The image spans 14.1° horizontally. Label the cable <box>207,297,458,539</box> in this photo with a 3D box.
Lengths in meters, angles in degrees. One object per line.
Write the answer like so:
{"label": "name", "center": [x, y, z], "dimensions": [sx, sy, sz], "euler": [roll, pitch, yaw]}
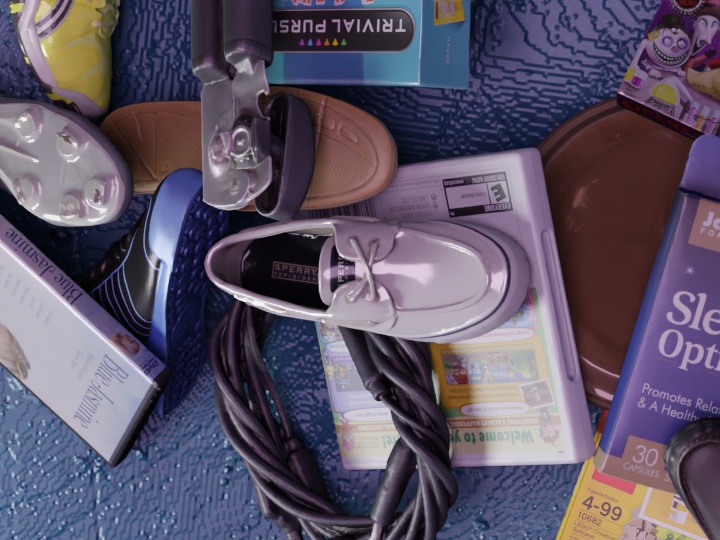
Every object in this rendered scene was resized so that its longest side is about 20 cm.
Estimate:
{"label": "cable", "center": [-0.018, 0.083, 1.754], "dimensions": [0.163, 0.051, 0.201], "euler": [-15, 90, 45]}

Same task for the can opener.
{"label": "can opener", "center": [-0.063, -0.126, 1.693], "dimensions": [0.053, 0.067, 0.201], "euler": [-18, 65, 39]}

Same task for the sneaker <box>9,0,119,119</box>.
{"label": "sneaker", "center": [-0.171, -0.192, 1.770], "dimensions": [0.076, 0.075, 0.201], "euler": [-6, 98, 14]}

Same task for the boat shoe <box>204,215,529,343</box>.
{"label": "boat shoe", "center": [0.000, 0.000, 1.679], "dimensions": [0.199, 0.066, 0.072], "euler": [8, 91, 34]}

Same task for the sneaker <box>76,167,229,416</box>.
{"label": "sneaker", "center": [-0.132, 0.005, 1.753], "dimensions": [0.078, 0.070, 0.200], "euler": [29, 138, 15]}

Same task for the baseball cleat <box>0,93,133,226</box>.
{"label": "baseball cleat", "center": [-0.195, -0.077, 1.765], "dimensions": [0.199, 0.106, 0.070], "euler": [23, 106, 33]}

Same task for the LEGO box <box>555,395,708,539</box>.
{"label": "LEGO box", "center": [0.220, 0.171, 1.727], "dimensions": [0.199, 0.077, 0.150], "euler": [21, 101, 9]}

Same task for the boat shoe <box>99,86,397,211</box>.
{"label": "boat shoe", "center": [-0.060, -0.072, 1.751], "dimensions": [0.199, 0.069, 0.074], "euler": [5, 89, 27]}

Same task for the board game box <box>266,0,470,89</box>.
{"label": "board game box", "center": [-0.004, -0.208, 1.698], "dimensions": [0.151, 0.047, 0.201], "euler": [4, 92, 43]}

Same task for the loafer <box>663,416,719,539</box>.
{"label": "loafer", "center": [0.246, 0.162, 1.617], "dimensions": [0.200, 0.072, 0.073], "euler": [43, 107, -13]}

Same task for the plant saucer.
{"label": "plant saucer", "center": [0.178, -0.013, 1.699], "dimensions": [0.199, 0.029, 0.201], "euler": [-1, 75, 4]}

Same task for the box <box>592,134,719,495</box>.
{"label": "box", "center": [0.218, 0.034, 1.645], "dimensions": [0.121, 0.032, 0.201], "euler": [15, 96, -5]}

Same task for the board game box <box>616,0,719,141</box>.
{"label": "board game box", "center": [0.262, -0.110, 1.686], "dimensions": [0.199, 0.032, 0.120], "euler": [25, 78, 9]}

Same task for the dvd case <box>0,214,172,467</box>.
{"label": "dvd case", "center": [-0.206, 0.028, 1.789], "dimensions": [0.200, 0.143, 0.018], "euler": [42, 61, 5]}

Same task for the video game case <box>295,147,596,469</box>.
{"label": "video game case", "center": [0.046, 0.026, 1.726], "dimensions": [0.199, 0.022, 0.183], "euler": [-6, 97, 46]}
